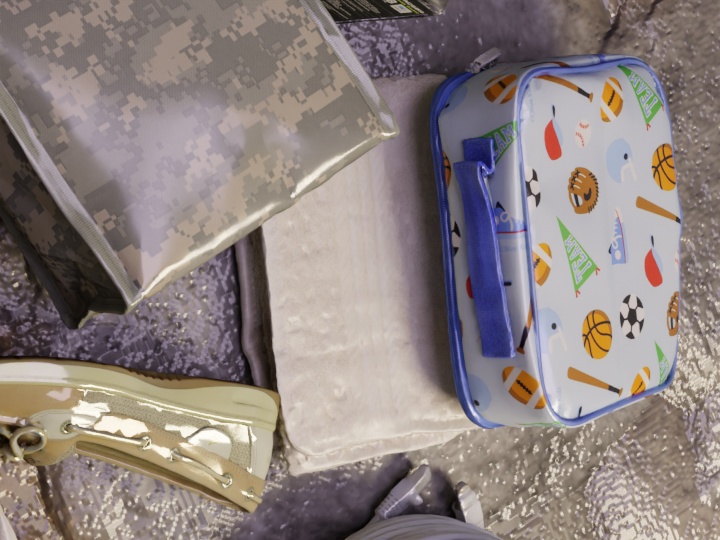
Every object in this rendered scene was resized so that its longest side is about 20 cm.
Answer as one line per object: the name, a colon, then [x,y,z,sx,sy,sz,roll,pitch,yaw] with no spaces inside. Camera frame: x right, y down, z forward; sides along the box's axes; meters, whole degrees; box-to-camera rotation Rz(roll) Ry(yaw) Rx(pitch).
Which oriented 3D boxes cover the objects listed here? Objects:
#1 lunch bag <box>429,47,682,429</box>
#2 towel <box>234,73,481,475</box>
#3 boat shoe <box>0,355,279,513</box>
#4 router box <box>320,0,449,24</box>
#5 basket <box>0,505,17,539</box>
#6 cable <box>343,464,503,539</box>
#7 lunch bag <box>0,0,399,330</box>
lunch bag: [0.101,-0.020,1.152,0.160,0.076,0.200,-13,98,-50]
towel: [0.000,0.000,1.135,0.132,0.034,0.200,-8,96,-33]
boat shoe: [-0.127,0.076,1.038,0.201,0.073,0.063,10,82,-39]
router box: [0.025,-0.215,1.070,0.062,0.150,0.200,39,73,-28]
basket: [-0.222,0.162,0.910,0.123,0.200,0.136,-24,105,-34]
cable: [0.034,0.230,1.146,0.200,0.069,0.200,-40,112,-24]
lunch bag: [-0.112,-0.099,1.006,0.164,0.118,0.200,-35,98,-23]
